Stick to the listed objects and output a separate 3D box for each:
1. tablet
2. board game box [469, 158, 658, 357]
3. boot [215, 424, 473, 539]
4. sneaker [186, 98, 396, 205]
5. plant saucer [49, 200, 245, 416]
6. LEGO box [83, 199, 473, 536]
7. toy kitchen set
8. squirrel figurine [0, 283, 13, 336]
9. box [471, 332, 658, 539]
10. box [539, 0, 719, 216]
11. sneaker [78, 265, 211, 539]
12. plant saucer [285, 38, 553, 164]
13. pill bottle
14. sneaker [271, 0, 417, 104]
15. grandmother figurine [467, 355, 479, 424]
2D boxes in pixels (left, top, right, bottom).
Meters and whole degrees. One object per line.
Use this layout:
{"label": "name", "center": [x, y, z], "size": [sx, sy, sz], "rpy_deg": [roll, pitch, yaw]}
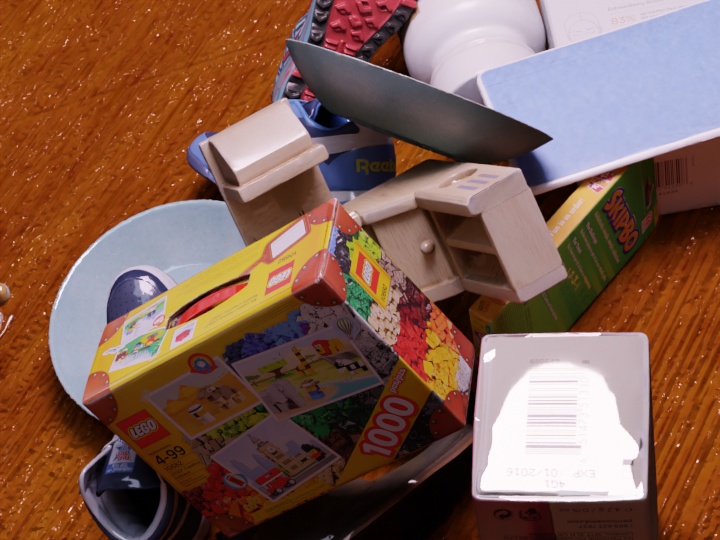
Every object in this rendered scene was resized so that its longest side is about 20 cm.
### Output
{"label": "tablet", "center": [0.196, -0.128, 1.664], "size": [0.199, 0.014, 0.131], "rpy_deg": [-18, 51, -2]}
{"label": "board game box", "center": [0.151, -0.004, 1.643], "size": [0.030, 0.096, 0.200], "rpy_deg": [30, 62, 30]}
{"label": "boot", "center": [-0.006, 0.155, 1.556], "size": [0.200, 0.075, 0.097], "rpy_deg": [-40, 58, -19]}
{"label": "sneaker", "center": [-0.049, -0.094, 1.723], "size": [0.199, 0.083, 0.074], "rpy_deg": [11, 12, 38]}
{"label": "plant saucer", "center": [-0.130, 0.041, 1.677], "size": [0.200, 0.039, 0.202], "rpy_deg": [-6, 55, 9]}
{"label": "LEGO box", "center": [-0.050, 0.066, 1.446], "size": [0.199, 0.149, 0.077], "rpy_deg": [-28, 31, 29]}
{"label": "toy kitchen set", "center": [-0.011, -0.029, 1.494], "size": [0.199, 0.164, 0.180], "rpy_deg": [-29, 13, -15]}
{"label": "squirrel figurine", "center": [-0.332, -0.021, 1.678], "size": [0.141, 0.201, 0.187], "rpy_deg": [-18, 41, -11]}
{"label": "box", "center": [0.135, 0.148, 1.452], "size": [0.108, 0.201, 0.128], "rpy_deg": [-1, 51, 8]}
{"label": "box", "center": [0.214, -0.146, 1.747], "size": [0.124, 0.098, 0.201], "rpy_deg": [-10, 51, 2]}
{"label": "sneaker", "center": [-0.150, 0.095, 1.547], "size": [0.070, 0.108, 0.201], "rpy_deg": [-10, 87, 18]}
{"label": "plant saucer", "center": [0.035, -0.110, 1.581], "size": [0.200, 0.201, 0.039], "rpy_deg": [20, 91, 24]}
{"label": "pill bottle", "center": [0.086, -0.196, 1.800], "size": [0.114, 0.115, 0.201], "rpy_deg": [-13, 50, 0]}
{"label": "sneaker", "center": [-0.023, -0.196, 1.790], "size": [0.079, 0.201, 0.096], "rpy_deg": [23, 15, -24]}
{"label": "grandmother figurine", "center": [0.048, 0.082, 1.575], "size": [0.199, 0.121, 0.061], "rpy_deg": [-9, 65, 29]}
